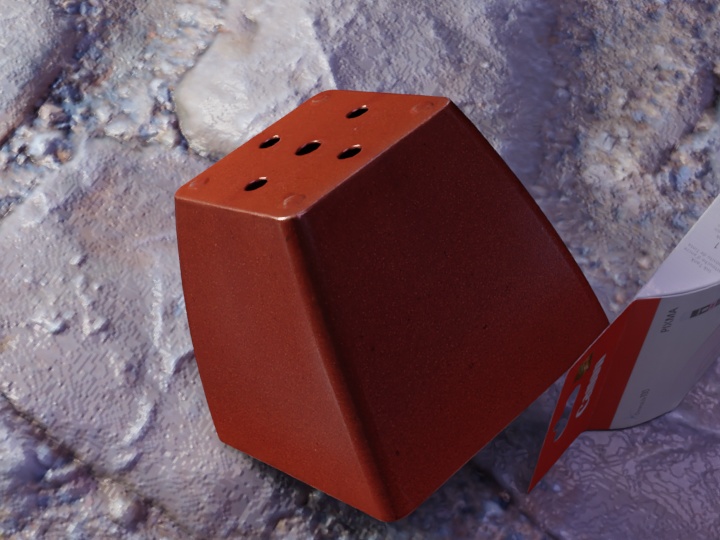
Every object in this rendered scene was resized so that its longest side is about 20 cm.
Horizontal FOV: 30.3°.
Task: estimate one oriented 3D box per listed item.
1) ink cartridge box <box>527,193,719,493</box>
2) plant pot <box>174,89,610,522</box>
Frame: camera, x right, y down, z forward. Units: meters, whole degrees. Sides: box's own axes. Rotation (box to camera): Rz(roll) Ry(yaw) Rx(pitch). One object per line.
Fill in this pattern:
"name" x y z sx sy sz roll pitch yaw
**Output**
"ink cartridge box" 0.195 0.054 0.869 0.057 0.163 0.200 31 58 18
"plant pot" 0.000 0.000 0.816 0.199 0.178 0.199 -37 29 -26
